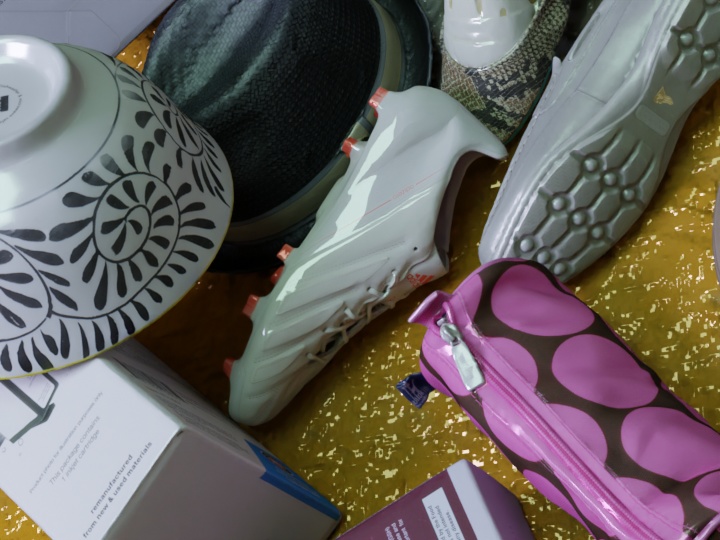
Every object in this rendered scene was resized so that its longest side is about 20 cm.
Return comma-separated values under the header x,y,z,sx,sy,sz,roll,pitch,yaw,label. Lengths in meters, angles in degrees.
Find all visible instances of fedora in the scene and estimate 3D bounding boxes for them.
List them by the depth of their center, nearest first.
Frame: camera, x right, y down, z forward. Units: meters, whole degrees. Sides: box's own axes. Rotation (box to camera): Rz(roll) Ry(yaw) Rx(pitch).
x,y,z,sx,sy,sz,roll,pitch,yaw,label
-0.061,-0.102,1.071,0.200,0.092,0.201,-14,60,26,fedora

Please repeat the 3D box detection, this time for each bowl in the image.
x,y,z,sx,sy,sz,roll,pitch,yaw,label
-0.169,-0.052,0.951,0.200,0.094,0.201,-8,43,7,bowl

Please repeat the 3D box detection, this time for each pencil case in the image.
x,y,z,sx,sy,sz,roll,pitch,yaw,label
0.106,0.078,0.878,0.091,0.094,0.200,-52,52,6,pencil case

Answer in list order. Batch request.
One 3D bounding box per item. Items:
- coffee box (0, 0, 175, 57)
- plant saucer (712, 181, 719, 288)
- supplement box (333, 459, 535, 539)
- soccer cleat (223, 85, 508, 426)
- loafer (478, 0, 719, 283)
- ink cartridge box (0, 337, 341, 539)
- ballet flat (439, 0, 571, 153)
x,y,z,sx,sy,sz,roll,pitch,yaw,label
-0.165,-0.194,1.144,0.113,0.080,0.200,-41,27,9,coffee box
0.251,-0.034,0.886,0.200,0.029,0.200,-13,60,25,plant saucer
-0.002,0.189,0.910,0.200,0.061,0.109,-33,53,13,supplement box
0.000,0.000,1.002,0.078,0.069,0.200,31,93,8,soccer cleat
0.121,-0.078,0.970,0.200,0.070,0.070,-54,34,-1,loafer
-0.129,0.083,0.988,0.200,0.146,0.084,34,89,39,ink cartridge box
0.084,-0.162,1.023,0.068,0.075,0.200,21,79,36,ballet flat
